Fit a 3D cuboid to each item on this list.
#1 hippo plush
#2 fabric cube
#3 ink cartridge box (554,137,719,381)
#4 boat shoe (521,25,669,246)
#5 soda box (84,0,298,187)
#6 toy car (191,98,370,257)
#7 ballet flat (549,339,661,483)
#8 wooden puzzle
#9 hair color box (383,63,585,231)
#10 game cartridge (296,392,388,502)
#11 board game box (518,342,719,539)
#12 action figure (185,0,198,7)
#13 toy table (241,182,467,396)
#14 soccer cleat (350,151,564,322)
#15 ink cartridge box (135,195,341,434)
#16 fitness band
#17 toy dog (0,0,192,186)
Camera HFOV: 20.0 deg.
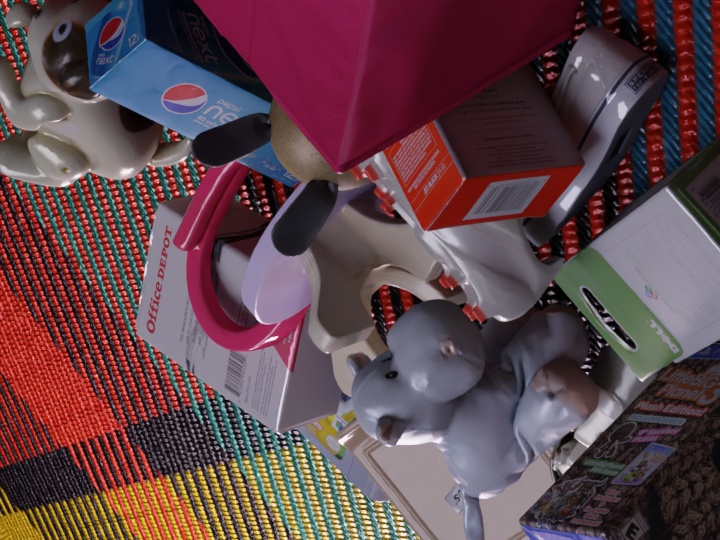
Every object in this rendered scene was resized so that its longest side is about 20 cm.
[{"bbox_3d":[0.066,0.088,1.568,0.160,0.200,0.159,24,-155,-27],"label":"hippo plush"},{"bbox_3d":[0.013,-0.220,1.199,0.200,0.196,0.200,49,157,19],"label":"fabric cube"},{"bbox_3d":[0.215,-0.004,1.368,0.104,0.059,0.200,48,156,1],"label":"ink cartridge box"},{"bbox_3d":[0.131,-0.095,1.357,0.086,0.075,0.202,43,152,11],"label":"boat shoe"},{"bbox_3d":[-0.104,-0.137,1.506,0.200,0.064,0.068,24,133,-39],"label":"soda box"},{"bbox_3d":[-0.016,-0.100,1.440,0.164,0.200,0.158,46,155,6],"label":"toy car"},{"bbox_3d":[0.190,0.126,1.596,0.067,0.064,0.200,40,154,17],"label":"ballet flat"},{"bbox_3d":[0.100,0.174,1.787,0.200,0.037,0.185,48,128,-4],"label":"wooden puzzle"},{"bbox_3d":[0.051,-0.126,1.314,0.061,0.101,0.200,-53,53,46],"label":"hair color box"},{"bbox_3d":[-0.024,0.107,1.898,0.200,0.040,0.134,41,130,28],"label":"game cartridge"},{"bbox_3d":[0.238,0.173,1.418,0.160,0.200,0.097,56,154,-18],"label":"board game box"},{"bbox_3d":[-0.103,-0.222,1.504,0.149,0.134,0.200,25,138,-1],"label":"action figure"},{"bbox_3d":[0.000,0.000,1.613,0.117,0.184,0.200,48,140,21],"label":"toy table"},{"bbox_3d":[0.055,-0.055,1.360,0.200,0.078,0.069,52,174,-11],"label":"soccer cleat"},{"bbox_3d":[-0.104,0.034,1.862,0.200,0.084,0.145,31,121,34],"label":"ink cartridge box"},{"bbox_3d":[-0.088,-0.024,1.759,0.144,0.037,0.200,43,120,26],"label":"fitness band"},{"bbox_3d":[-0.244,-0.163,1.812,0.194,0.140,0.200,29,152,10],"label":"toy dog"}]
